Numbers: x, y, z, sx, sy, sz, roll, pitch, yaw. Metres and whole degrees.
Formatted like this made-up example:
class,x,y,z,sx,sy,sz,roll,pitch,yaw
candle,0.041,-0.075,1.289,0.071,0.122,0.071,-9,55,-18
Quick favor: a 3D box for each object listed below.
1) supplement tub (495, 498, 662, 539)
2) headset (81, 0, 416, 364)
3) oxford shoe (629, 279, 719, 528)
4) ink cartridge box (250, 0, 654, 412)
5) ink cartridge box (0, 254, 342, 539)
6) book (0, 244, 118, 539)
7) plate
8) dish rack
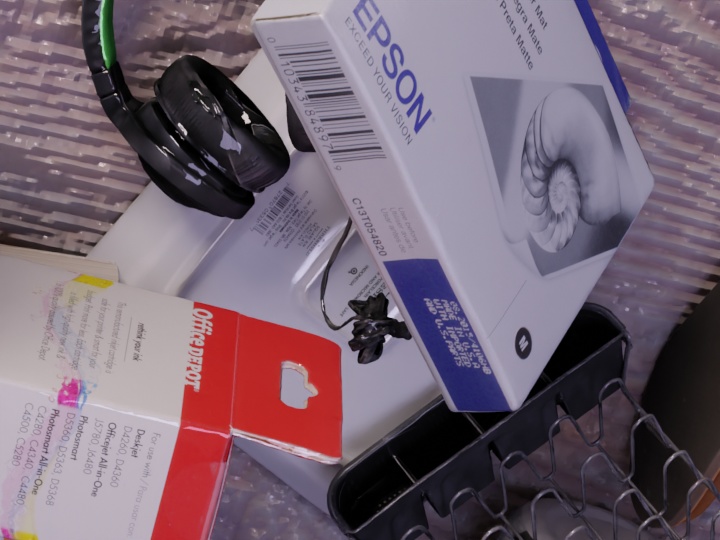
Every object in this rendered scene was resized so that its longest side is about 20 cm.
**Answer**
class,x,y,z,sx,sy,sz,roll,pitch,yaw
supplement tub,0.082,0.218,1.292,0.122,0.123,0.201,18,108,-27
headset,-0.034,-0.061,1.106,0.123,0.094,0.201,-24,101,9
oxford shoe,0.190,0.035,1.276,0.071,0.071,0.201,19,106,-33
ink cartridge box,0.054,-0.082,1.111,0.200,0.040,0.200,-58,132,-38
ink cartridge box,-0.110,0.052,1.065,0.199,0.116,0.068,14,112,-6
book,-0.184,0.085,1.165,0.133,0.048,0.201,10,112,-9
plate,0.000,0.000,1.207,0.200,0.032,0.200,37,99,-30
dish rack,0.099,0.128,1.189,0.153,0.200,0.055,-36,148,-7
